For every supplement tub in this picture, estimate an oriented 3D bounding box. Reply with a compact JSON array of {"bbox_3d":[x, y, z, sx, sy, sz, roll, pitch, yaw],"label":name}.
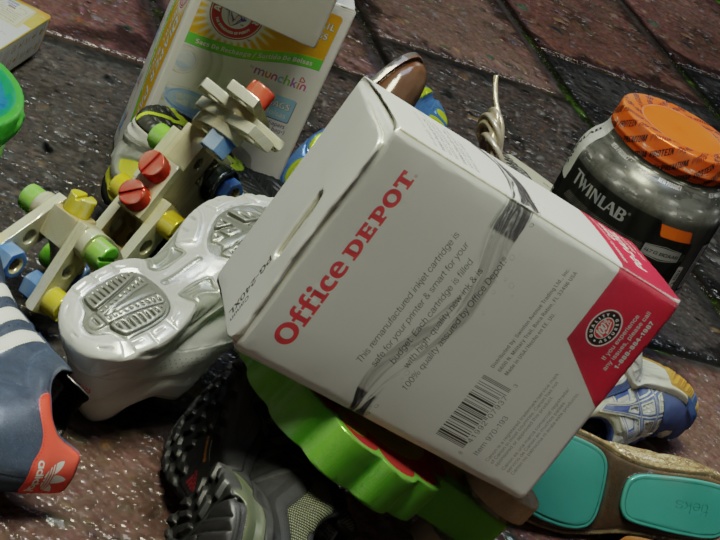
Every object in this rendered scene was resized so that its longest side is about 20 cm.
[{"bbox_3d":[0.192,-0.024,1.342,0.122,0.200,0.123,22,25,-11],"label":"supplement tub"}]

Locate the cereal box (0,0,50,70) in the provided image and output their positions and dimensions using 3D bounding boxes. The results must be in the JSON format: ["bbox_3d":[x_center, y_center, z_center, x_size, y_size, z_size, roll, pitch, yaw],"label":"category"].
[{"bbox_3d":[-0.331,-0.181,1.313,0.144,0.040,0.200,28,25,2],"label":"cereal box"}]

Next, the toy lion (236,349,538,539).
[{"bbox_3d":[0.005,0.080,1.042,0.192,0.069,0.200,38,14,-24],"label":"toy lion"}]

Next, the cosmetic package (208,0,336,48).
[{"bbox_3d":[-0.034,-0.243,1.176,0.085,0.108,0.200,24,31,-6],"label":"cosmetic package"}]

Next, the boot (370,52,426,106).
[{"bbox_3d":[0.057,-0.036,1.282,0.200,0.187,0.064,34,-2,21],"label":"boot"}]

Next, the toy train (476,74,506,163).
[{"bbox_3d":[0.052,-0.026,1.216,0.085,0.115,0.201,33,48,-66],"label":"toy train"}]

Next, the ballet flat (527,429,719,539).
[{"bbox_3d":[0.151,0.140,1.174,0.200,0.071,0.065,19,-1,-23],"label":"ballet flat"}]

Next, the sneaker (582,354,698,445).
[{"bbox_3d":[0.171,0.094,1.256,0.075,0.088,0.200,17,-11,37],"label":"sneaker"}]

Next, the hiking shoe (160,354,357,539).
[{"bbox_3d":[-0.053,0.124,0.994,0.101,0.076,0.200,38,23,-19],"label":"hiking shoe"}]

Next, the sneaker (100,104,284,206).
[{"bbox_3d":[-0.088,-0.029,1.234,0.200,0.076,0.075,39,21,-10],"label":"sneaker"}]

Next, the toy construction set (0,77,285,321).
[{"bbox_3d":[-0.133,-0.048,1.105,0.092,0.200,0.131,52,0,26],"label":"toy construction set"}]

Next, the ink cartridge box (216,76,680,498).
[{"bbox_3d":[0.044,0.011,0.957,0.200,0.145,0.083,30,18,-25],"label":"ink cartridge box"}]

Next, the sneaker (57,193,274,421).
[{"bbox_3d":[-0.098,0.024,1.061,0.200,0.099,0.078,-25,60,-34],"label":"sneaker"}]

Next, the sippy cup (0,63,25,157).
[{"bbox_3d":[-0.280,-0.065,1.036,0.177,0.131,0.140,10,29,-32],"label":"sippy cup"}]

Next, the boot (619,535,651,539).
[{"bbox_3d":[0.201,0.227,1.031,0.200,0.074,0.155,38,23,17],"label":"boot"}]

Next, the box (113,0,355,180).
[{"bbox_3d":[-0.094,-0.137,1.274,0.112,0.200,0.101,20,26,-16],"label":"box"}]

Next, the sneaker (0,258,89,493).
[{"bbox_3d":[-0.195,0.050,0.981,0.084,0.075,0.200,19,33,-28],"label":"sneaker"}]

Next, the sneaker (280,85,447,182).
[{"bbox_3d":[-0.003,-0.087,1.430,0.071,0.083,0.200,53,41,-1],"label":"sneaker"}]

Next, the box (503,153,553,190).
[{"bbox_3d":[0.082,-0.038,1.416,0.082,0.068,0.200,38,27,24],"label":"box"}]
